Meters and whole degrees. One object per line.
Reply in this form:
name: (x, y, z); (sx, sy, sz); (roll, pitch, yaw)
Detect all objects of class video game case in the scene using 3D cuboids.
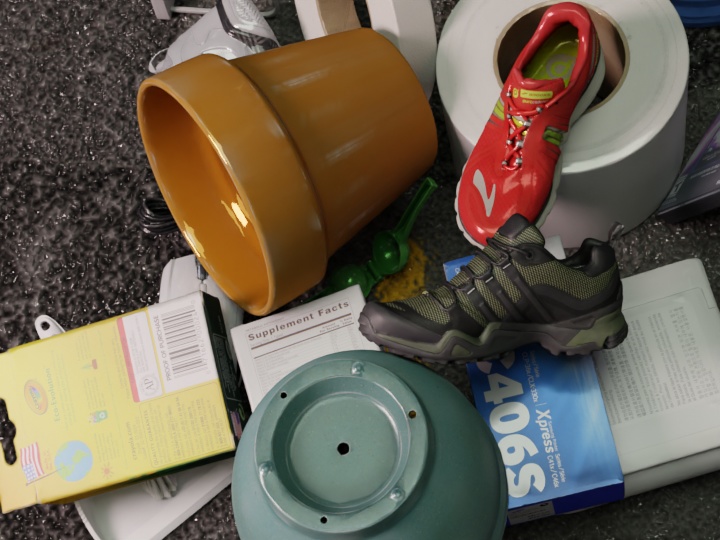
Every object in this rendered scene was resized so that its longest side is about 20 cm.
video game case: (0.321, -0.132, 1.325); (0.019, 0.143, 0.201); (35, 74, -8)

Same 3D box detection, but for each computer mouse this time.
computer mouse: (-0.127, 0.017, 1.359); (0.108, 0.044, 0.202); (1, 58, -9)

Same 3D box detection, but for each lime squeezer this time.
lime squeezer: (0.000, 0.000, 1.359); (0.200, 0.071, 0.038); (-39, 82, 16)

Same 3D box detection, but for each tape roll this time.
tape roll: (0.166, -0.138, 1.350); (0.200, 0.139, 0.205); (-4, 66, 9)
tape roll: (0.000, -0.219, 1.380); (0.037, 0.203, 0.204); (-19, 63, -21)

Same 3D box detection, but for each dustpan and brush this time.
dustpan and brush: (-0.201, 0.117, 1.342); (0.139, 0.057, 0.200); (-38, 66, -8)

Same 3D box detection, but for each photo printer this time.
photo printer: (0.193, 0.094, 1.281); (0.198, 0.070, 0.168); (-17, 65, 2)

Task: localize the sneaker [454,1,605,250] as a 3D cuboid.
sneaker: (0.120, -0.111, 1.222); (0.076, 0.085, 0.202); (18, 73, 17)

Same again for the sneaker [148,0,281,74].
sneaker: (-0.102, -0.141, 1.435); (0.114, 0.075, 0.201); (-33, 69, 3)

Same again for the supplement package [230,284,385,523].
supplement package: (-0.014, 0.133, 1.276); (0.113, 0.110, 0.202); (-18, 65, 1)

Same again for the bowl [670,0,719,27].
bowl: (0.298, -0.311, 1.458); (0.198, 0.039, 0.203); (-3, 66, 8)

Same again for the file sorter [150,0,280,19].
file sorter: (-0.121, -0.345, 1.492); (0.123, 0.139, 0.202); (6, 67, 8)

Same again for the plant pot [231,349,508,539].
plant pot: (-0.003, 0.138, 1.137); (0.198, 0.134, 0.202); (-4, 66, 9)

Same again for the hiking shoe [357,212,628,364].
hiking shoe: (0.093, 0.010, 1.176); (0.198, 0.076, 0.102); (-3, 97, -14)

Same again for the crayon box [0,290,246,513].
crayon box: (-0.194, 0.104, 1.292); (0.198, 0.051, 0.128); (-16, 79, 11)

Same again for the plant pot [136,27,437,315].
plant pot: (-0.047, -0.096, 1.293); (0.182, 0.201, 0.201); (-29, 64, -20)

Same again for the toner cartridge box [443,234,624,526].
toner cartridge box: (0.128, 0.080, 1.235); (0.094, 0.043, 0.202); (-13, 65, 3)
